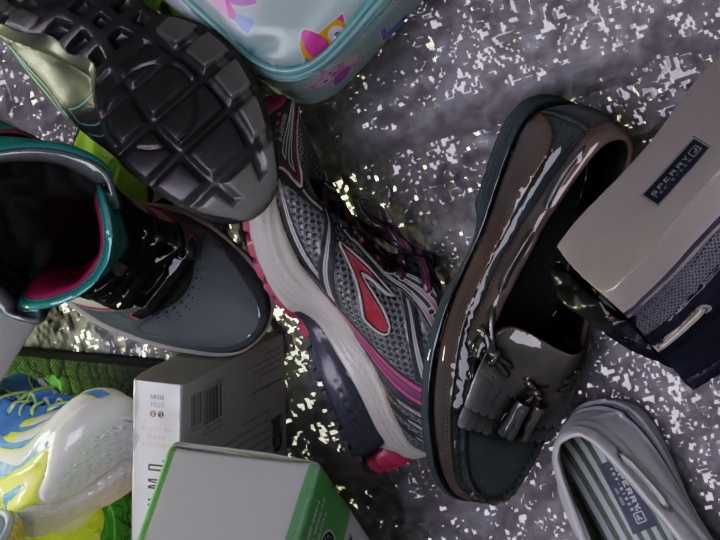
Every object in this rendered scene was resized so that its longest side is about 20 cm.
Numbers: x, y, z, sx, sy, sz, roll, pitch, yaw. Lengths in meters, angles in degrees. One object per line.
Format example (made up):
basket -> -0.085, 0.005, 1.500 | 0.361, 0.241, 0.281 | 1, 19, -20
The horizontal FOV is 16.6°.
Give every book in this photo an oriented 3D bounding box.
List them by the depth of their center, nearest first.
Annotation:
book -> -0.076, 0.140, 1.238 | 0.048, 0.134, 0.200 | 5, 101, 18

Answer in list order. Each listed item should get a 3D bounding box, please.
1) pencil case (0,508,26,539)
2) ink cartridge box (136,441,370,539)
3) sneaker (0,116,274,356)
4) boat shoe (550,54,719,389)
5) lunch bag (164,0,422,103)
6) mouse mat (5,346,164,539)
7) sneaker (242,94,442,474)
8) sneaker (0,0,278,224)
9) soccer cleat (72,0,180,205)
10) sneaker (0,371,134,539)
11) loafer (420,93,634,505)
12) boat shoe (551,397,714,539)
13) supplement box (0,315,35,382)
pencil case -> -0.166, 0.214, 1.216 | 0.091, 0.083, 0.200 | -6, 116, 37
ink cartridge box -> -0.042, 0.194, 1.176 | 0.084, 0.200, 0.146 | 4, 60, 23
sneaker -> -0.118, -0.008, 1.144 | 0.200, 0.121, 0.084 | 28, 97, -19
boat shoe -> 0.183, -0.036, 1.134 | 0.200, 0.093, 0.075 | -44, 37, 4
lunch bag -> -0.048, -0.195, 1.182 | 0.200, 0.077, 0.160 | 43, 92, 10
mouse mat -> -0.164, 0.141, 1.350 | 0.161, 0.008, 0.200 | 3, 101, 24
sneaker -> 0.000, 0.000, 1.206 | 0.075, 0.081, 0.200 | -22, 112, 16
sneaker -> -0.106, -0.091, 1.169 | 0.075, 0.079, 0.200 | -41, 68, -9
soccer cleat -> -0.108, -0.080, 1.256 | 0.067, 0.081, 0.200 | 21, 86, 10
sneaker -> -0.170, 0.089, 1.266 | 0.105, 0.076, 0.200 | 60, 148, 18
loafer -> 0.080, 0.018, 1.164 | 0.063, 0.072, 0.200 | 20, 100, 54
boat shoe -> 0.145, 0.158, 1.177 | 0.074, 0.067, 0.200 | -36, 83, 25
supplement box -> -0.247, -0.016, 1.292 | 0.109, 0.061, 0.200 | -56, 52, 23
